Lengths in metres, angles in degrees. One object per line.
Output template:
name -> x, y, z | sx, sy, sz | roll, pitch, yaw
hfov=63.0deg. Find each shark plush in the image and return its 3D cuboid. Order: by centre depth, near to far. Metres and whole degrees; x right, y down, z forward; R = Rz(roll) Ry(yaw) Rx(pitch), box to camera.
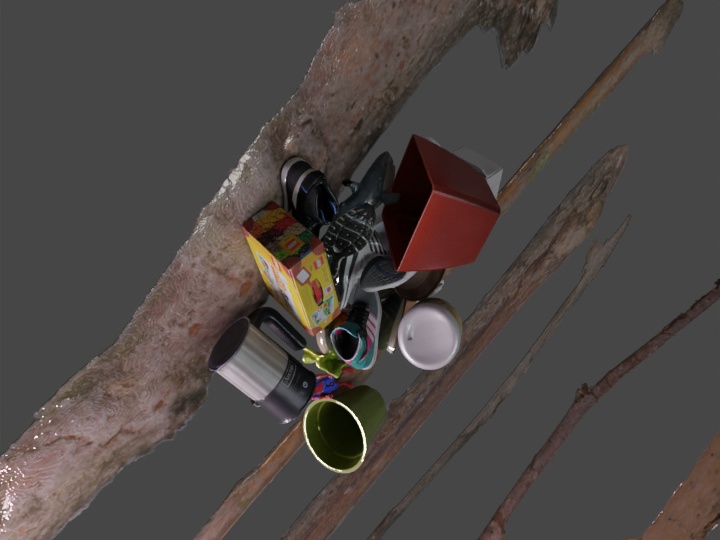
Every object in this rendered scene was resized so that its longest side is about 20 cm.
shark plush -> -0.011, -0.155, 1.188 | 0.196, 0.091, 0.084 | -29, 126, 0

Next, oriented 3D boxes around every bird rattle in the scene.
bird rattle -> -0.042, 0.148, 1.375 | 0.198, 0.111, 0.167 | -36, 128, -31

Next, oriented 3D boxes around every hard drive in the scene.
hard drive -> 0.065, -0.083, 1.356 | 0.198, 0.026, 0.134 | -37, 144, -26

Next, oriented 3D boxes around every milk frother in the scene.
milk frother -> -0.214, 0.196, 1.167 | 0.198, 0.183, 0.188 | -34, 117, 25

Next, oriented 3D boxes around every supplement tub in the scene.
supplement tub -> 0.168, 0.142, 1.383 | 0.147, 0.144, 0.200 | -58, 172, 8

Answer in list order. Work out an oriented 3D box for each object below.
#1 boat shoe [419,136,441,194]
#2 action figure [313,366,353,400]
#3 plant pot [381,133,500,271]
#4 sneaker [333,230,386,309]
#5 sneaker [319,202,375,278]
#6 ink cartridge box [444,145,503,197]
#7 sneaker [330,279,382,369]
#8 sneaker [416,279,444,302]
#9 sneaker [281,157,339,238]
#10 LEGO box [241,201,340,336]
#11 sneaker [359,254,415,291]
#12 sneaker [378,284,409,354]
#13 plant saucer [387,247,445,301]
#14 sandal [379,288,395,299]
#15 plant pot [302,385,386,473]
boat shoe -> 0.150, -0.196, 1.290 | 0.203, 0.070, 0.069 | 75, 24, -48
action figure -> -0.090, 0.288, 1.480 | 0.197, 0.051, 0.068 | -6, 105, -48
plant pot -> 0.166, -0.122, 1.196 | 0.171, 0.203, 0.203 | 10, 128, -18
sneaker -> 0.000, 0.000, 1.270 | 0.112, 0.076, 0.204 | -7, 131, -24
sneaker -> -0.041, -0.069, 1.135 | 0.077, 0.091, 0.200 | 31, 129, -19
ink cartridge box -> 0.245, -0.185, 1.398 | 0.124, 0.128, 0.204 | -32, 143, -33
sneaker -> -0.013, 0.117, 1.308 | 0.120, 0.082, 0.207 | 13, 76, -60
sneaker -> 0.184, -0.008, 1.504 | 0.201, 0.115, 0.074 | -51, 147, -6
sneaker -> -0.086, -0.094, 1.063 | 0.072, 0.111, 0.203 | -34, 144, -24
LEGO box -> -0.122, 0.000, 1.070 | 0.077, 0.148, 0.202 | -38, 146, -20
sneaker -> 0.072, 0.007, 1.259 | 0.197, 0.075, 0.088 | -23, 152, -38
sneaker -> 0.061, 0.095, 1.408 | 0.068, 0.087, 0.204 | 92, 12, -59
plant saucer -> 0.129, -0.031, 1.380 | 0.196, 0.036, 0.207 | -10, 106, -37
sandal -> 0.081, -0.004, 1.425 | 0.201, 0.079, 0.058 | -43, 122, -21
plant pot -> -0.023, 0.403, 1.581 | 0.189, 0.198, 0.204 | -22, 139, -57
